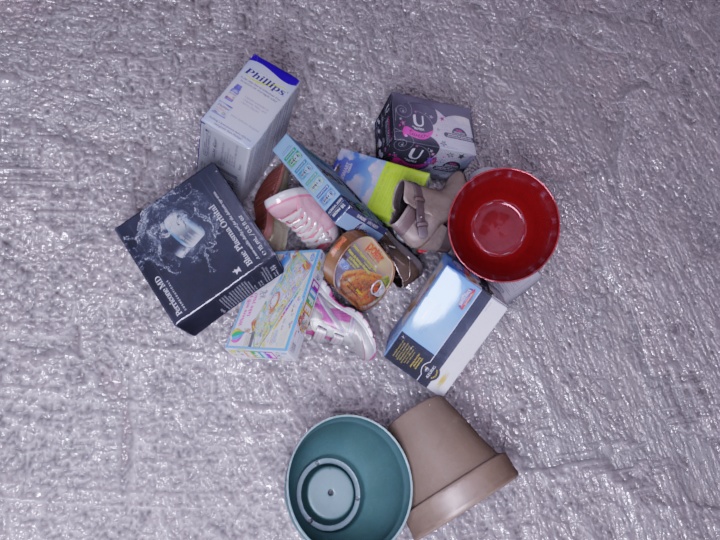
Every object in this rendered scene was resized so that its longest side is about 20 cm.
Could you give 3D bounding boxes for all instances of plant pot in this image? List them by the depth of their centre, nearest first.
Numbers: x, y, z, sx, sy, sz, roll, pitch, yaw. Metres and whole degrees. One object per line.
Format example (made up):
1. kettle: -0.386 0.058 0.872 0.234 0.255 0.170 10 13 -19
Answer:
1. plant pot: -0.033 0.343 0.955 0.196 0.134 0.204 8 63 -16
2. plant pot: 0.131 0.312 1.006 0.197 0.201 0.176 -20 64 -27

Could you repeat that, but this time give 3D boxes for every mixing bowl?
1. mixing bowl: 0.261 -0.081 1.127 0.196 0.108 0.205 0 91 9

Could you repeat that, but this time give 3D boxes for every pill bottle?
1. pill bottle: 0.287 -0.127 1.288 0.111 0.115 0.202 10 38 -15

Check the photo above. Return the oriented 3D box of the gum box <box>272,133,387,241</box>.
1. gum box: -0.053 -0.146 1.120 0.045 0.169 0.200 -46 65 10

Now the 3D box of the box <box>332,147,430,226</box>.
1. box: 0.030 -0.164 1.233 0.197 0.048 0.124 19 72 18

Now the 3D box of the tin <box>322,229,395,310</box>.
1. tin: 0.000 0.000 1.106 0.042 0.200 0.112 39 85 33

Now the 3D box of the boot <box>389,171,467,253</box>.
1. boot: 0.129 -0.132 1.160 0.145 0.070 0.204 27 62 -28

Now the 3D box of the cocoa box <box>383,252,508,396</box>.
1. cocoa box: 0.149 0.093 1.092 0.130 0.202 0.133 34 13 0

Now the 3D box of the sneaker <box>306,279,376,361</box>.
1. sneaker: -0.057 0.100 1.105 0.199 0.082 0.088 41 62 10

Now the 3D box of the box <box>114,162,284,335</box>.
1. box: -0.266 -0.033 1.029 0.199 0.118 0.198 -35 79 -8

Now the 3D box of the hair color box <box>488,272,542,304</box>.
1. hair color box: 0.276 0.032 1.268 0.198 0.061 0.100 -30 78 -30

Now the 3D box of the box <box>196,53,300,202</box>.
1. box: -0.216 -0.264 1.157 0.104 0.184 0.202 29 58 -2

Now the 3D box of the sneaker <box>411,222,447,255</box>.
1. sneaker: 0.146 -0.104 1.260 0.096 0.079 0.200 57 42 -6

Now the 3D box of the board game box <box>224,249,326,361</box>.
1. board game box: -0.144 0.057 1.065 0.132 0.034 0.203 -1 56 28

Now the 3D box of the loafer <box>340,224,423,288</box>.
1. loafer: 0.035 -0.040 1.205 0.199 0.073 0.071 38 58 1

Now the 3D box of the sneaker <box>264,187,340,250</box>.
1. sneaker: -0.098 -0.089 1.138 0.199 0.074 0.107 3 66 -65

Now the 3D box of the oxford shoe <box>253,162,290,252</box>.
1. oxford shoe: -0.164 -0.118 1.186 0.073 0.070 0.203 33 52 -35

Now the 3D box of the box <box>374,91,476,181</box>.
1. box: 0.142 -0.291 1.344 0.196 0.115 0.135 6 62 -17

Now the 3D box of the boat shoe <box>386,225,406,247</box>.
1. boat shoe: 0.087 -0.137 1.275 0.072 0.068 0.203 19 60 -10
